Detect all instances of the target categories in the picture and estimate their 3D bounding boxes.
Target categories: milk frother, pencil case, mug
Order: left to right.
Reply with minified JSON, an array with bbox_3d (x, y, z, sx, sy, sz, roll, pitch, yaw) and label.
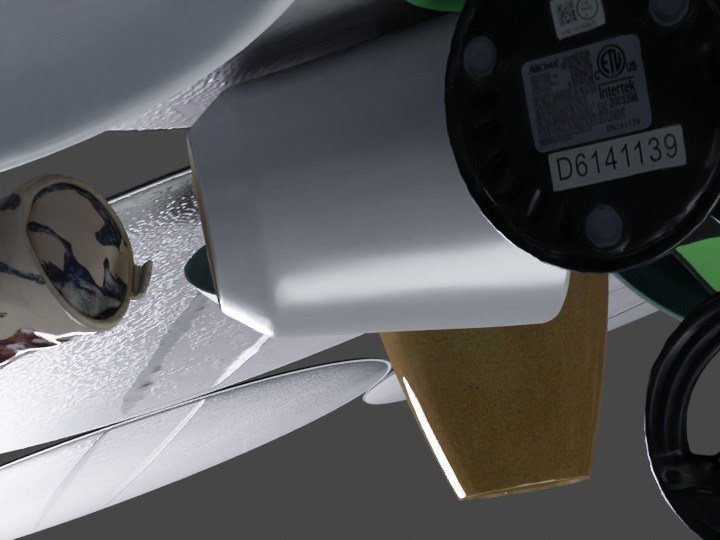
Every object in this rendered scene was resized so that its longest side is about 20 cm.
[{"bbox_3d":[-0.201,0.026,0.722,0.199,0.078,0.089,-26,147,22],"label":"pencil case"},{"bbox_3d":[0.002,-0.026,0.689,0.152,0.150,0.187,-11,147,-8],"label":"mug"},{"bbox_3d":[0.152,-0.021,0.536,0.180,0.202,0.187,12,-166,40],"label":"milk frother"}]

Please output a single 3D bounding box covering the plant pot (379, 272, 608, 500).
[{"bbox_3d":[0.097,0.052,1.019,0.185,0.202,0.186,-9,167,-2],"label":"plant pot"}]

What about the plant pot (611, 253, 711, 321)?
[{"bbox_3d":[0.215,-0.082,0.765,0.200,0.200,0.134,-33,-166,47],"label":"plant pot"}]

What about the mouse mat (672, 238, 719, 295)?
[{"bbox_3d":[0.166,-0.077,0.689,0.161,0.200,0.008,-32,-161,48],"label":"mouse mat"}]

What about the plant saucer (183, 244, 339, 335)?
[{"bbox_3d":[0.000,0.000,0.843,0.199,0.039,0.201,-8,-164,3],"label":"plant saucer"}]

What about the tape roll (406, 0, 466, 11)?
[{"bbox_3d":[0.091,-0.155,0.481,0.199,0.049,0.200,-20,170,-4],"label":"tape roll"}]

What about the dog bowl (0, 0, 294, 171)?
[{"bbox_3d":[-0.109,-0.087,0.344,0.199,0.079,0.200,-20,170,-4],"label":"dog bowl"}]
